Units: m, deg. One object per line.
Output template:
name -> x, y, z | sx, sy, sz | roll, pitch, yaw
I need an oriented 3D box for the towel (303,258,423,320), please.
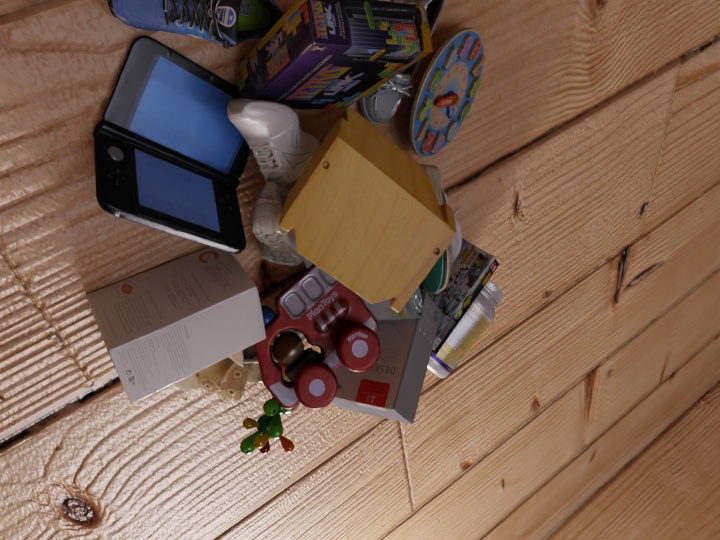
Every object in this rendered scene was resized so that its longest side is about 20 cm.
towel -> 0.000, 0.000, 0.944 | 0.049, 0.167, 0.203 | -64, 144, -44

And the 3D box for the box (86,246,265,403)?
box -> -0.245, 0.064, 0.808 | 0.196, 0.124, 0.099 | -24, 133, -24

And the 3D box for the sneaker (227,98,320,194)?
sneaker -> -0.105, -0.155, 0.759 | 0.200, 0.069, 0.083 | 28, 70, -67

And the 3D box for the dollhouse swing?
dollhouse swing -> 0.006, -0.091, 0.815 | 0.198, 0.176, 0.183 | 34, 100, -20

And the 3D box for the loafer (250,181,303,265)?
loafer -> -0.112, -0.058, 0.842 | 0.068, 0.072, 0.200 | 6, 164, 0

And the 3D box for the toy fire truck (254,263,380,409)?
toy fire truck -> -0.074, 0.097, 0.901 | 0.199, 0.112, 0.169 | -39, 99, -6

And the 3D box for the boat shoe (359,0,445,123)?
boat shoe -> 0.059, -0.305, 0.848 | 0.073, 0.065, 0.206 | 8, 114, -42

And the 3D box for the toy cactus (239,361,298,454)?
toy cactus -> -0.124, 0.229, 1.026 | 0.204, 0.100, 0.165 | -62, 172, -4

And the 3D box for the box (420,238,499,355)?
box -> 0.142, 0.032, 1.094 | 0.202, 0.136, 0.040 | -53, 141, -2

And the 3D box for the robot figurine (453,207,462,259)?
robot figurine -> 0.095, -0.047, 1.027 | 0.196, 0.113, 0.172 | -23, 145, -26

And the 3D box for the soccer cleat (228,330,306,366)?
soccer cleat -> -0.128, 0.111, 0.976 | 0.196, 0.077, 0.071 | -14, 128, -34

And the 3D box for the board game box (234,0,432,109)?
board game box -> -0.038, -0.250, 0.712 | 0.162, 0.198, 0.058 | -13, 91, -33

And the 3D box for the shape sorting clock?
shape sorting clock -> 0.138, -0.271, 0.929 | 0.199, 0.039, 0.202 | -43, 154, -26

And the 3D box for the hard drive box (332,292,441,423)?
hard drive box -> 0.037, 0.140, 1.022 | 0.077, 0.152, 0.205 | 44, 56, -48

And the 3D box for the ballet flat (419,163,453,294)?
ballet flat -> 0.121, -0.067, 0.939 | 0.061, 0.067, 0.206 | -17, 101, -35

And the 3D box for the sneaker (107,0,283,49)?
sneaker -> -0.170, -0.290, 0.646 | 0.196, 0.089, 0.080 | -13, 126, -34

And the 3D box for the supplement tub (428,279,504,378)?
supplement tub -> 0.172, 0.088, 1.166 | 0.201, 0.145, 0.145 | -50, 138, 1

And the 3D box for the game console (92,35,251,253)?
game console -> -0.200, -0.141, 0.713 | 0.118, 0.174, 0.198 | -37, 145, 29

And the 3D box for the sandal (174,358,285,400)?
sandal -> -0.194, 0.176, 0.972 | 0.208, 0.069, 0.079 | 3, 118, -41
